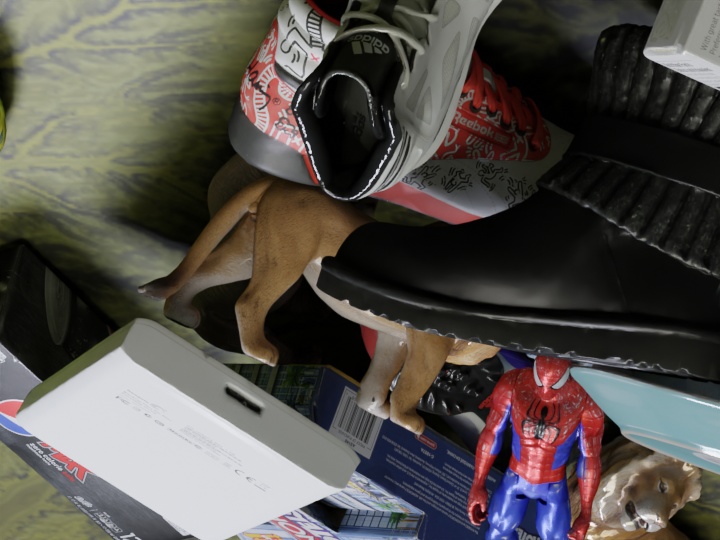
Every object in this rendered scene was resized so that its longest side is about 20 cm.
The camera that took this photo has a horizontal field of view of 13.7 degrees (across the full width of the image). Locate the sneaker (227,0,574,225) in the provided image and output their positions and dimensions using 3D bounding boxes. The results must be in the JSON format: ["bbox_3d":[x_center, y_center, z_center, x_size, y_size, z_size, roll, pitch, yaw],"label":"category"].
[{"bbox_3d":[0.045,-0.084,1.433,0.201,0.067,0.108,11,129,-16],"label":"sneaker"}]

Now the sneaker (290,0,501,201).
[{"bbox_3d":[0.027,-0.119,1.301,0.076,0.115,0.201,18,111,5],"label":"sneaker"}]

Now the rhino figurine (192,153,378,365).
[{"bbox_3d":[-0.039,-0.025,1.538,0.087,0.060,0.200,15,137,-7],"label":"rhino figurine"}]

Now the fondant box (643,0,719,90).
[{"bbox_3d":[0.241,-0.121,1.271,0.200,0.144,0.058,22,179,-14],"label":"fondant box"}]

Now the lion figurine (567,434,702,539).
[{"bbox_3d":[0.158,0.160,1.722,0.122,0.073,0.200,-29,148,7],"label":"lion figurine"}]

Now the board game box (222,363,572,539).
[{"bbox_3d":[-0.023,0.119,1.657,0.200,0.062,0.200,33,158,-34],"label":"board game box"}]

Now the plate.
[{"bbox_3d":[0.191,0.088,1.420,0.200,0.026,0.200,18,175,2],"label":"plate"}]

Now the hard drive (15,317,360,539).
[{"bbox_3d":[-0.093,0.085,1.532,0.132,0.026,0.200,33,159,-11],"label":"hard drive"}]

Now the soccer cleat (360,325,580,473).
[{"bbox_3d":[0.062,0.056,1.624,0.068,0.073,0.200,-40,143,10],"label":"soccer cleat"}]

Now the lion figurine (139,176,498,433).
[{"bbox_3d":[0.000,0.000,1.470,0.200,0.123,0.072,25,177,-23],"label":"lion figurine"}]

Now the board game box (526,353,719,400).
[{"bbox_3d":[0.204,0.062,1.514,0.200,0.043,0.199,20,178,-11],"label":"board game box"}]

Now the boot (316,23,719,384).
[{"bbox_3d":[0.092,-0.039,1.387,0.211,0.158,0.079,9,178,14],"label":"boot"}]

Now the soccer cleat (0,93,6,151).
[{"bbox_3d":[-0.240,-0.033,1.562,0.065,0.084,0.200,26,140,-17],"label":"soccer cleat"}]

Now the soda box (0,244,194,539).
[{"bbox_3d":[-0.160,0.075,1.688,0.063,0.071,0.200,-15,135,32],"label":"soda box"}]

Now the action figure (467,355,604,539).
[{"bbox_3d":[0.089,0.114,1.525,0.065,0.052,0.200,15,129,12],"label":"action figure"}]
